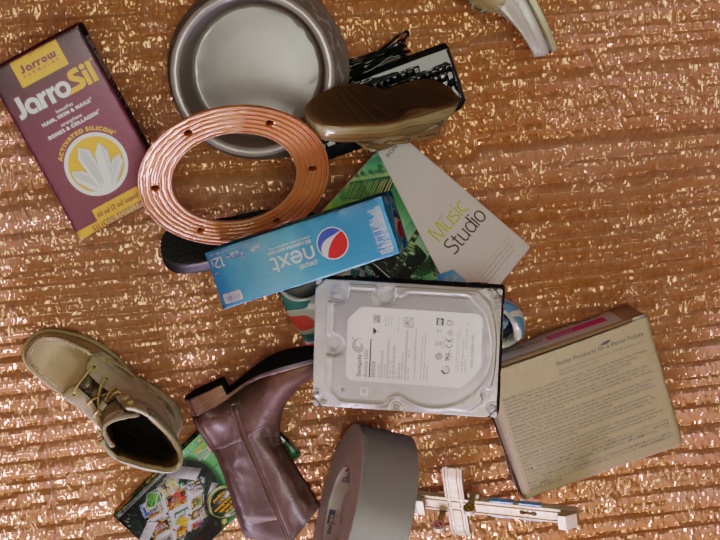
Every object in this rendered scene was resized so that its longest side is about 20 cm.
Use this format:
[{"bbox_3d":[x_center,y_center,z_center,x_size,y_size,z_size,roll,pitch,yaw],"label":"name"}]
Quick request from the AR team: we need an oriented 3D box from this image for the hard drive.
[{"bbox_3d":[0.050,0.079,1.624,0.199,0.038,0.140,4,98,9],"label":"hard drive"}]

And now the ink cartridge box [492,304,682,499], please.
[{"bbox_3d":[0.250,0.150,1.776,0.199,0.075,0.165,-18,101,-3],"label":"ink cartridge box"}]

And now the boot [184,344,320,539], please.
[{"bbox_3d":[-0.078,0.197,1.716,0.186,0.064,0.201,-21,101,14],"label":"boot"}]

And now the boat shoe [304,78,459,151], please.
[{"bbox_3d":[0.021,-0.155,1.639,0.199,0.071,0.065,-11,138,-38],"label":"boat shoe"}]

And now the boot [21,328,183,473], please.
[{"bbox_3d":[-0.276,0.140,1.656,0.200,0.155,0.072,34,94,-13],"label":"boot"}]

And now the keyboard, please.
[{"bbox_3d":[0.012,-0.191,1.695,0.199,0.040,0.105,-22,104,-5],"label":"keyboard"}]

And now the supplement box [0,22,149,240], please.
[{"bbox_3d":[-0.296,-0.149,1.633,0.110,0.086,0.201,-28,103,-2],"label":"supplement box"}]

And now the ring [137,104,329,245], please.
[{"bbox_3d":[-0.131,-0.100,1.599,0.199,0.019,0.201,-7,138,-6],"label":"ring"}]

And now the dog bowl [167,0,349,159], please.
[{"bbox_3d":[-0.113,-0.212,1.644,0.199,0.059,0.201,1,102,3],"label":"dog bowl"}]

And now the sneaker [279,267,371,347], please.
[{"bbox_3d":[0.000,0.000,1.712,0.199,0.070,0.094,-36,109,2],"label":"sneaker"}]

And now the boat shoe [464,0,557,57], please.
[{"bbox_3d":[0.141,-0.312,1.678,0.068,0.075,0.200,-32,96,5],"label":"boat shoe"}]

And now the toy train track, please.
[{"bbox_3d":[0.148,0.279,1.762,0.199,0.033,0.115,3,130,17],"label":"toy train track"}]

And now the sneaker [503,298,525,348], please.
[{"bbox_3d":[0.089,0.073,1.740,0.199,0.072,0.072,-14,104,-4],"label":"sneaker"}]

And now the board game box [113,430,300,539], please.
[{"bbox_3d":[-0.175,0.242,1.759,0.200,0.023,0.105,-44,102,2],"label":"board game box"}]

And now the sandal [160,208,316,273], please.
[{"bbox_3d":[-0.119,-0.026,1.698,0.199,0.048,0.076,-1,59,6],"label":"sandal"}]

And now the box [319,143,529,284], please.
[{"bbox_3d":[0.067,-0.038,1.679,0.200,0.036,0.144,40,65,3],"label":"box"}]

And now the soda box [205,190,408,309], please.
[{"bbox_3d":[-0.055,-0.022,1.611,0.199,0.068,0.064,-17,95,12],"label":"soda box"}]

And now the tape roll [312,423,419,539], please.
[{"bbox_3d":[0.002,0.273,1.699,0.066,0.200,0.201,14,99,-10],"label":"tape roll"}]
